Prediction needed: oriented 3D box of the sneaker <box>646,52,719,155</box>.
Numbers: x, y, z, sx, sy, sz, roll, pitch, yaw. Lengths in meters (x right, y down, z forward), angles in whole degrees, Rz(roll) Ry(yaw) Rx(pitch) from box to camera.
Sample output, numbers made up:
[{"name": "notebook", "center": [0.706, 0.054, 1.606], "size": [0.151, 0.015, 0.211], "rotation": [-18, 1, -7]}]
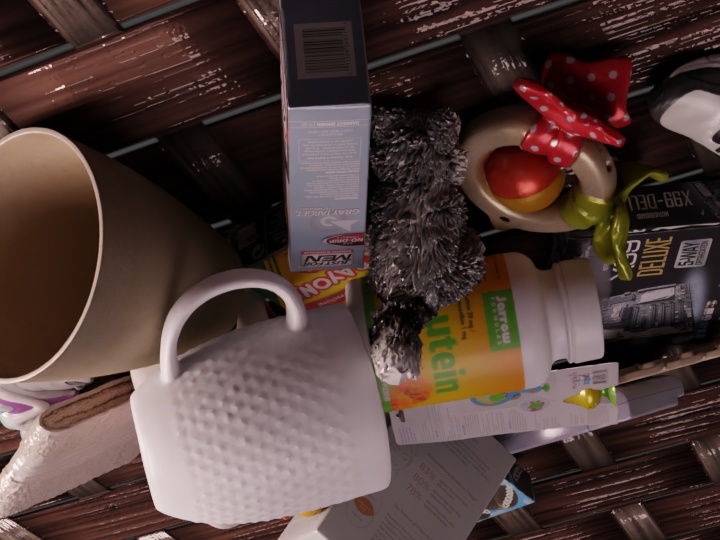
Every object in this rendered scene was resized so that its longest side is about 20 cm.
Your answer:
[{"name": "sneaker", "center": [0.309, -0.106, 1.261], "size": [0.198, 0.081, 0.074], "rotation": [11, 145, -23]}]

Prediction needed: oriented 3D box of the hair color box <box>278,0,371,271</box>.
[{"name": "hair color box", "center": [-0.027, -0.095, 1.200], "size": [0.060, 0.100, 0.201], "rotation": [-3, 147, -3]}]

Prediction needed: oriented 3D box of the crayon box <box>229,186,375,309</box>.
[{"name": "crayon box", "center": [0.000, 0.000, 1.396], "size": [0.126, 0.051, 0.199], "rotation": [-27, 142, 28]}]

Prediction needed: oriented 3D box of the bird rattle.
[{"name": "bird rattle", "center": [0.145, -0.077, 1.265], "size": [0.162, 0.114, 0.200], "rotation": [-5, 148, 30]}]

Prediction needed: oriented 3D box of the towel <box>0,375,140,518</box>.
[{"name": "towel", "center": [-0.244, 0.153, 1.497], "size": [0.199, 0.034, 0.133], "rotation": [-22, 153, -53]}]

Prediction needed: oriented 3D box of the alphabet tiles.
[{"name": "alphabet tiles", "center": [0.263, 0.093, 1.533], "size": [0.198, 0.015, 0.196], "rotation": [-13, 174, -16]}]

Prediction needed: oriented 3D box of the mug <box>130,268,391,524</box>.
[{"name": "mug", "center": [-0.084, 0.093, 1.240], "size": [0.174, 0.148, 0.202], "rotation": [-14, 115, -11]}]

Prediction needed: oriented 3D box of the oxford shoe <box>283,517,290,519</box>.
[{"name": "oxford shoe", "center": [-0.081, 0.182, 1.653], "size": [0.071, 0.073, 0.201], "rotation": [-42, 153, -24]}]

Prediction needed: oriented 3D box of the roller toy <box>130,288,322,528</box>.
[{"name": "roller toy", "center": [-0.102, 0.117, 1.419], "size": [0.139, 0.201, 0.183], "rotation": [-26, 161, 1]}]

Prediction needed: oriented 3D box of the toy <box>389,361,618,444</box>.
[{"name": "toy", "center": [0.123, 0.102, 1.430], "size": [0.198, 0.048, 0.115], "rotation": [-4, 149, 7]}]

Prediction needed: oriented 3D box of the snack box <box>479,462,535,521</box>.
[{"name": "snack box", "center": [0.086, 0.211, 1.714], "size": [0.115, 0.037, 0.200], "rotation": [-23, 143, 23]}]

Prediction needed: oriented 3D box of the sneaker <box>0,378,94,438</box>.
[{"name": "sneaker", "center": [-0.260, 0.095, 1.477], "size": [0.139, 0.078, 0.200], "rotation": [-26, 155, 12]}]

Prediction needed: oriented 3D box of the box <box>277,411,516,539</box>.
[{"name": "box", "center": [0.032, 0.215, 1.524], "size": [0.124, 0.200, 0.097], "rotation": [44, 147, -8]}]

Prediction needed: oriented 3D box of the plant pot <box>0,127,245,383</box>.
[{"name": "plant pot", "center": [-0.189, 0.004, 1.276], "size": [0.187, 0.189, 0.199], "rotation": [-29, 153, 32]}]

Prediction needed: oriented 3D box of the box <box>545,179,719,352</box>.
[{"name": "box", "center": [0.242, 0.000, 1.437], "size": [0.156, 0.050, 0.201], "rotation": [-5, 148, -4]}]

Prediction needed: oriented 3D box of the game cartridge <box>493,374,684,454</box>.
[{"name": "game cartridge", "center": [0.200, 0.146, 1.602], "size": [0.199, 0.042, 0.133], "rotation": [-22, 167, 37]}]

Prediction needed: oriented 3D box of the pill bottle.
[{"name": "pill bottle", "center": [0.093, 0.046, 1.336], "size": [0.198, 0.112, 0.111], "rotation": [-10, 147, 2]}]

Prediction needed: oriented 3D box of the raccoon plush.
[{"name": "raccoon plush", "center": [0.046, -0.031, 1.218], "size": [0.096, 0.201, 0.135], "rotation": [-6, 128, 2]}]
